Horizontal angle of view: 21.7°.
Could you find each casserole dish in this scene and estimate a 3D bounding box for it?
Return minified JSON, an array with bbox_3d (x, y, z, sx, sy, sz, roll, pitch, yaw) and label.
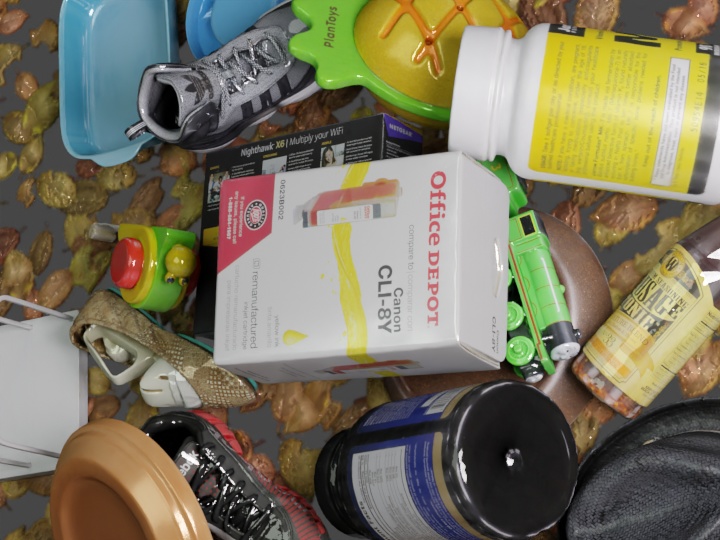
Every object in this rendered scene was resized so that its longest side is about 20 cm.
[{"bbox_3d":[-0.210,-0.183,1.673,0.121,0.039,0.201,-14,69,27],"label":"casserole dish"}]

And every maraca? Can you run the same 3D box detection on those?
[{"bbox_3d":[0.043,-0.171,1.450,0.199,0.107,0.137,10,47,-8],"label":"maraca"}]

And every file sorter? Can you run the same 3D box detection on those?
[{"bbox_3d":[-0.352,0.107,1.627,0.200,0.124,0.139,-11,72,27],"label":"file sorter"}]

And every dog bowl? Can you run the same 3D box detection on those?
[{"bbox_3d":[-0.052,-0.219,1.582,0.200,0.050,0.112,-6,74,29],"label":"dog bowl"}]

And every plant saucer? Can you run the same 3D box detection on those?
[{"bbox_3d":[-0.187,0.217,1.489,0.200,0.037,0.201,23,123,41],"label":"plant saucer"},{"bbox_3d":[0.094,0.044,1.434,0.200,0.034,0.201,-9,72,30],"label":"plant saucer"}]

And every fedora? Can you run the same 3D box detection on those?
[{"bbox_3d":[0.215,0.172,1.291,0.200,0.092,0.201,-8,73,29],"label":"fedora"}]

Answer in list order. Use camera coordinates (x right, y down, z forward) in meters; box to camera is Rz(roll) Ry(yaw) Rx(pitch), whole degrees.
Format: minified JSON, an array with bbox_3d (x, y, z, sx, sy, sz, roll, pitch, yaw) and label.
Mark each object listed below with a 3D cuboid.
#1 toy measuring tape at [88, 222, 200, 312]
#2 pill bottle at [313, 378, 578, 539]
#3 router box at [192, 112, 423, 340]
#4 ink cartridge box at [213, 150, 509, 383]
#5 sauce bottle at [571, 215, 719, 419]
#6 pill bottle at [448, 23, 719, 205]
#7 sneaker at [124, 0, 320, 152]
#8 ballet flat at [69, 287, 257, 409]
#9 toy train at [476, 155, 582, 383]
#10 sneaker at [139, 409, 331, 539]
[{"bbox_3d":[-0.186,-0.003,1.566,0.200,0.073,0.074,6,79,61],"label":"toy measuring tape"},{"bbox_3d":[0.054,0.144,1.352,0.200,0.112,0.112,-17,66,55],"label":"pill bottle"},{"bbox_3d":[-0.044,-0.029,1.503,0.200,0.052,0.158,-8,73,41],"label":"router box"},{"bbox_3d":[0.000,0.000,1.368,0.199,0.083,0.146,-6,74,26],"label":"ink cartridge box"},{"bbox_3d":[0.235,0.014,1.341,0.200,0.066,0.066,-51,58,8],"label":"sauce bottle"},{"bbox_3d":[0.167,-0.115,1.344,0.199,0.114,0.115,8,80,5],"label":"pill bottle"},{"bbox_3d":[-0.101,-0.155,1.504,0.200,0.114,0.076,-34,81,28],"label":"sneaker"},{"bbox_3d":[-0.169,0.079,1.556,0.200,0.071,0.065,25,61,41],"label":"ballet flat"},{"bbox_3d":[0.115,-0.011,1.393,0.056,0.042,0.200,-21,62,10],"label":"toy train"},{"bbox_3d":[-0.106,0.177,1.479,0.200,0.098,0.071,40,97,31],"label":"sneaker"}]
